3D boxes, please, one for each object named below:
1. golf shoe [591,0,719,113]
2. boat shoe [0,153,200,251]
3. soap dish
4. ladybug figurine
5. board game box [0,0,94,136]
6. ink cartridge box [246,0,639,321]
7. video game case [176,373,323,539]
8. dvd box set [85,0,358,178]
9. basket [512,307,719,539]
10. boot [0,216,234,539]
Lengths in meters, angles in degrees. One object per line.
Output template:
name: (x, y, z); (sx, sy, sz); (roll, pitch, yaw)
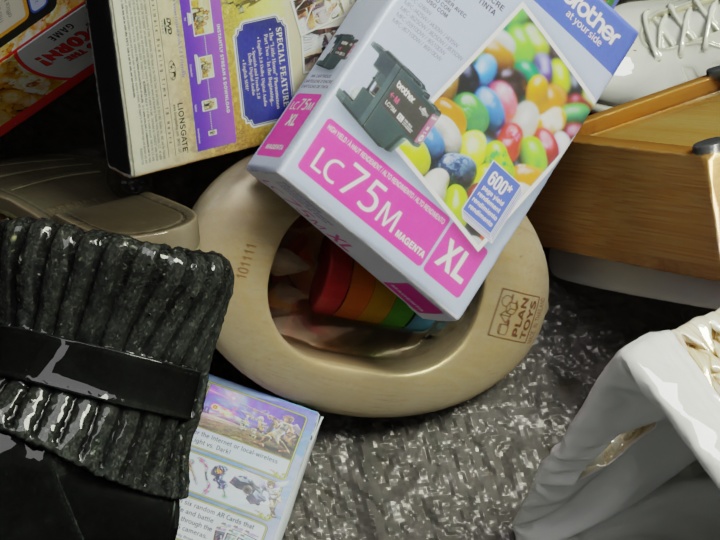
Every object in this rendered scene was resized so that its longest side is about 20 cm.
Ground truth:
golf shoe: (0.196, -0.130, 1.297); (0.199, 0.092, 0.075); (-5, 60, -13)
boat shoe: (-0.134, -0.007, 1.129); (0.072, 0.068, 0.200); (-12, 19, -22)
soap dish: (0.184, -0.045, 1.182); (0.157, 0.200, 0.081); (-19, 104, -22)
ladybug figurine: (0.000, 0.000, 1.160); (0.200, 0.072, 0.136); (15, 96, -27)
board game box: (-0.182, -0.148, 1.175); (0.046, 0.200, 0.152); (25, 43, -50)
ink cartridge box: (0.049, -0.092, 1.111); (0.119, 0.042, 0.200); (39, 74, -25)
video game case: (-0.137, 0.109, 1.086); (0.200, 0.046, 0.182); (20, 47, 1)
dvd box set: (-0.032, -0.136, 1.106); (0.200, 0.147, 0.029); (-17, 21, -27)
basket: (0.200, 0.120, 1.073); (0.161, 0.198, 0.200); (-27, 69, -25)
boot: (-0.161, 0.054, 0.987); (0.211, 0.079, 0.158); (4, 97, -23)
